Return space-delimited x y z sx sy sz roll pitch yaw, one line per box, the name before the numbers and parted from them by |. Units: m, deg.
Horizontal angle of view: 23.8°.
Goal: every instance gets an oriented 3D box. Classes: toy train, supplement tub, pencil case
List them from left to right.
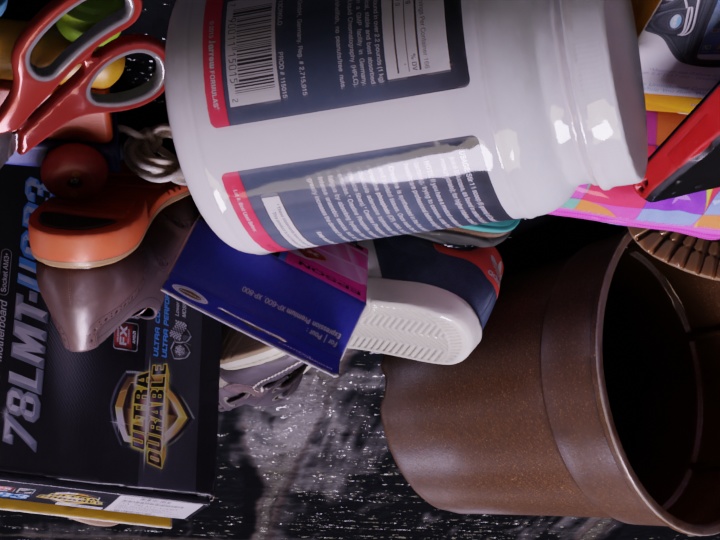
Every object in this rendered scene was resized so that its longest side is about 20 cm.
toy train | -0.134 -0.101 0.850 0.200 0.085 0.116 4 140 -17
supplement tub | 0.023 -0.087 0.790 0.200 0.141 0.140 -7 155 16
pencil case | 0.116 -0.063 0.915 0.200 0.089 0.088 4 155 -12

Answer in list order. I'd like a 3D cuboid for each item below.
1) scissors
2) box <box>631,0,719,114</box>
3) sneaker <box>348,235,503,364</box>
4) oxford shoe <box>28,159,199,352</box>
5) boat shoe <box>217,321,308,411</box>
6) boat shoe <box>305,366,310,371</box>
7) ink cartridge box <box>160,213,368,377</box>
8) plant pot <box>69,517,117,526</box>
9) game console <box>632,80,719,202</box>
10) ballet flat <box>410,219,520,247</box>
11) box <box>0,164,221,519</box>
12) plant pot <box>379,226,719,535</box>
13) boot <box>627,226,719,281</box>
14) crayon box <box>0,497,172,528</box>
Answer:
scissors | -0.176 -0.064 0.812 0.200 0.014 0.073 -35 133 7
box | 0.197 -0.137 0.806 0.119 0.042 0.200 4 153 -10
sneaker | 0.000 0.000 1.077 0.200 0.085 0.075 14 142 29
oxford shoe | -0.128 -0.015 0.926 0.071 0.073 0.200 4 -163 13
boat shoe | -0.062 0.051 1.059 0.065 0.072 0.200 42 153 -16
boat shoe | -0.097 0.047 1.178 0.063 0.071 0.200 24 150 -38
ink cartridge box | -0.045 -0.001 0.888 0.095 0.037 0.200 27 -168 -4
plant pot | -0.206 0.069 1.137 0.093 0.201 0.201 -49 140 7
game console | 0.246 -0.097 0.818 0.200 0.031 0.177 -13 162 -30
ballet flat | 0.003 -0.049 0.970 0.200 0.068 0.068 20 162 -37
box | -0.179 0.033 0.981 0.198 0.200 0.050 12 154 -23
plant pot | 0.133 0.076 1.114 0.198 0.201 0.200 -11 155 42
boot | 0.259 -0.020 1.029 0.200 0.075 0.107 5 171 6
crayon box | -0.176 0.059 1.036 0.126 0.200 0.052 10 154 -22
